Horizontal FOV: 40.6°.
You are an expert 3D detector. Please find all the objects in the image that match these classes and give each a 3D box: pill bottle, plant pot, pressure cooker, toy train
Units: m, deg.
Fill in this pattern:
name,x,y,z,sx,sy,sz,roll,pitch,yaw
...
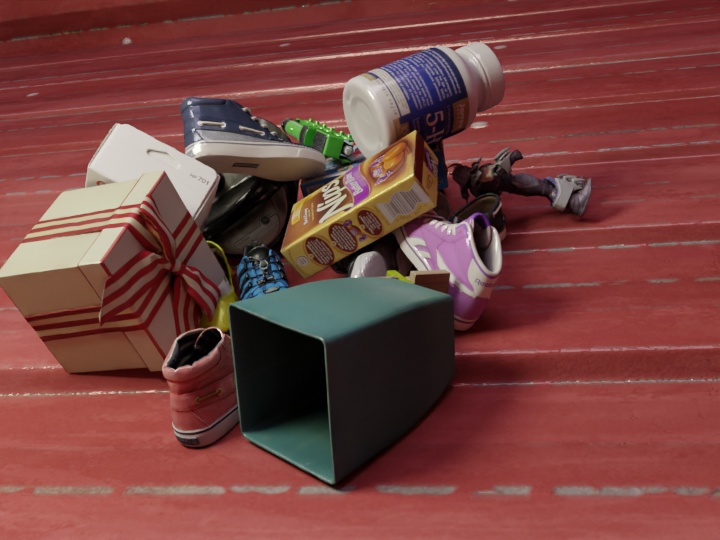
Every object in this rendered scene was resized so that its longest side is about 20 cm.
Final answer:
name,x,y,z,sx,sy,sz,roll,pitch,yaw
pill bottle,0.088,-0.229,1.295,0.199,0.121,0.120,-25,28,-20
plant pot,-0.003,0.086,0.955,0.199,0.143,0.141,-19,25,-40
pressure cooker,-0.176,-0.115,1.396,0.177,0.178,0.200,9,25,-5
toy train,-0.064,-0.190,1.390,0.056,0.042,0.200,10,11,-26

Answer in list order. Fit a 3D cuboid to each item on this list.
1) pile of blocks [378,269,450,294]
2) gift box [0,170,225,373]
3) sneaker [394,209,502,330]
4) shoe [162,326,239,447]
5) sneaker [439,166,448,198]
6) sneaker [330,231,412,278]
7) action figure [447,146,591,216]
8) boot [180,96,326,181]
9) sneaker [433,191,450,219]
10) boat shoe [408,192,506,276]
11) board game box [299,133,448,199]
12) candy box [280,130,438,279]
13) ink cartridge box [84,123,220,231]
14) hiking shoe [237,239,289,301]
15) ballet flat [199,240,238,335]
name,x,y,z,sx,sy,sz,roll,pitch,yaw
pile of blocks,0.004,0.047,1.072,0.199,0.083,0.062,-27,29,-16
gift box,-0.274,0.020,1.117,0.185,0.185,0.201,-7,43,26
sneaker,0.110,-0.040,1.139,0.072,0.115,0.201,2,42,-30
shoe,-0.134,0.094,1.027,0.071,0.092,0.200,5,27,28
sneaker,0.104,-0.135,1.475,0.105,0.076,0.200,-20,25,-18
sneaker,0.000,0.000,1.225,0.113,0.076,0.201,-16,32,39
action figure,0.218,-0.123,1.363,0.198,0.070,0.130,11,-6,0
boot,-0.137,-0.175,1.266,0.198,0.091,0.073,3,-23,-35
sneaker,0.033,-0.054,1.351,0.198,0.075,0.082,-16,38,0
boat shoe,0.129,-0.044,1.282,0.073,0.061,0.199,15,33,40
board game box,0.023,-0.153,1.393,0.198,0.056,0.196,-13,22,9
candy box,0.000,-0.081,1.205,0.199,0.057,0.117,-30,26,22
ink cartridge box,-0.276,-0.071,1.246,0.145,0.200,0.086,27,55,-3
hiking shoe,-0.120,0.018,1.158,0.074,0.088,0.200,-15,11,-12
ballet flat,-0.193,0.016,1.252,0.066,0.068,0.200,-10,24,-6
